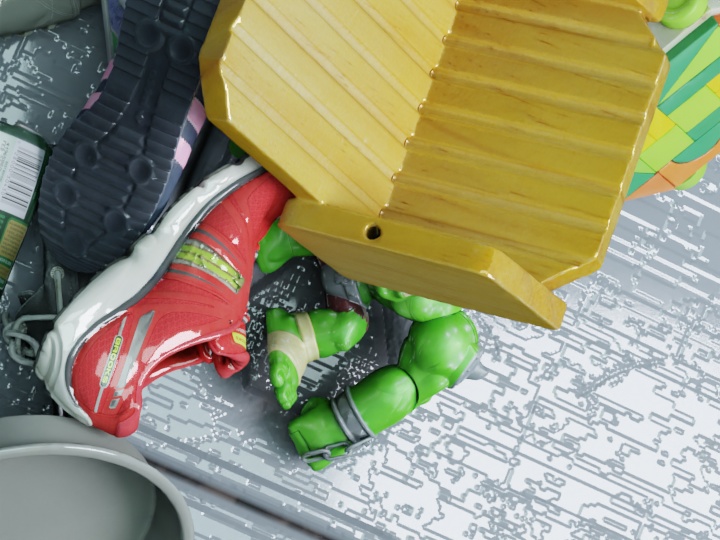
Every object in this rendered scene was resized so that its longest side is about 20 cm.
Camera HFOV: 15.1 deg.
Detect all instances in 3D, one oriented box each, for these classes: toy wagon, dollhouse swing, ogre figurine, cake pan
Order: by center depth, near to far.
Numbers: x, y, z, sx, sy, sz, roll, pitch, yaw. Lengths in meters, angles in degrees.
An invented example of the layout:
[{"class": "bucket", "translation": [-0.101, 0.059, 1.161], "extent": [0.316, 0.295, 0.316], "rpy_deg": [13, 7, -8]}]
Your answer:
[{"class": "dollhouse swing", "translation": [0.043, -0.109, 1.401], "extent": [0.181, 0.176, 0.201], "rpy_deg": [14, 71, 22]}, {"class": "cake pan", "translation": [-0.188, 0.147, 1.429], "extent": [0.199, 0.201, 0.037], "rpy_deg": [-7, 47, -17]}, {"class": "ogre figurine", "translation": [0.000, 0.000, 1.522], "extent": [0.119, 0.098, 0.201], "rpy_deg": [-12, 77, 5]}, {"class": "toy wagon", "translation": [0.166, -0.089, 1.551], "extent": [0.200, 0.155, 0.040], "rpy_deg": [-40, 57, 13]}]

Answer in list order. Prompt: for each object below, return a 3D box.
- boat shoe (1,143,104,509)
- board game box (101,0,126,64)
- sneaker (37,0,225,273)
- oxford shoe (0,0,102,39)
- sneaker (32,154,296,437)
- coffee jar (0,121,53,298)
[{"class": "boat shoe", "translation": [-0.161, 0.028, 1.482], "extent": [0.068, 0.074, 0.201], "rpy_deg": [6, 85, -10]}, {"class": "board game box", "translation": [-0.046, -0.184, 1.471], "extent": [0.199, 0.201, 0.026], "rpy_deg": [-22, 55, -17]}, {"class": "sneaker", "translation": [-0.104, -0.089, 1.433], "extent": [0.070, 0.082, 0.201], "rpy_deg": [33, 114, 10]}, {"class": "oxford shoe", "translation": [-0.195, -0.155, 1.488], "extent": [0.199, 0.075, 0.058], "rpy_deg": [-13, 134, -25]}, {"class": "sneaker", "translation": [-0.084, 0.014, 1.430], "extent": [0.085, 0.077, 0.200], "rpy_deg": [43, 65, 4]}, {"class": "coffee jar", "translation": [-0.239, 0.012, 1.441], "extent": [0.104, 0.085, 0.201], "rpy_deg": [13, 83, 28]}]
